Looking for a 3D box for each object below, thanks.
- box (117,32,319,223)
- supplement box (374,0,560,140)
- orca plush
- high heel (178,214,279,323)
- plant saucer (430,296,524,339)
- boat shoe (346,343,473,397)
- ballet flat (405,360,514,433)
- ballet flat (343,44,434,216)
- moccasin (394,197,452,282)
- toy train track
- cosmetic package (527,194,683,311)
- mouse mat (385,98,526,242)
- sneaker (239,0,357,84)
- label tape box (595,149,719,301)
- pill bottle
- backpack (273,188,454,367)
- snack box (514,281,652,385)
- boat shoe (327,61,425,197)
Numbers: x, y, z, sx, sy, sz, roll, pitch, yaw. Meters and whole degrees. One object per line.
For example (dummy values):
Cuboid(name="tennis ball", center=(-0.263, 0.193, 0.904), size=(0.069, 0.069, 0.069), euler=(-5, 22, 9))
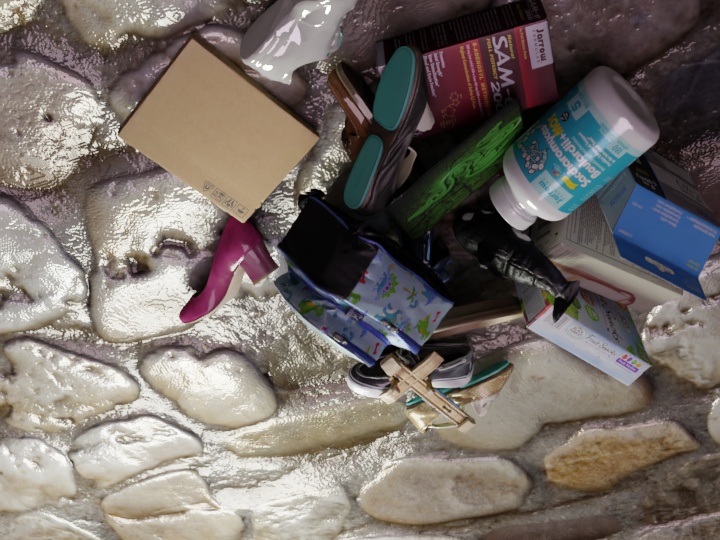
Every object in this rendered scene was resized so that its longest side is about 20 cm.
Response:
Cuboid(name="box", center=(-0.173, -0.169, 1.089), size=(0.199, 0.021, 0.163), euler=(35, 116, -26))
Cuboid(name="supplement box", center=(0.124, -0.231, 1.027), size=(0.196, 0.062, 0.110), euler=(-15, 130, 9))
Cuboid(name="orca plush", center=(0.180, -0.006, 1.130), size=(0.070, 0.201, 0.106), euler=(-27, 154, -30))
Cuboid(name="high heel", center=(-0.203, -0.001, 1.232), size=(0.198, 0.067, 0.097), euler=(-32, 96, 28))
Cuboid(name="plant saucer", center=(0.143, 0.069, 1.238), size=(0.196, 0.030, 0.200), euler=(-12, 172, -2))
Cuboid(name="boat shoe", center=(0.076, 0.143, 1.339), size=(0.195, 0.073, 0.069), euler=(-3, 131, -1))
Cuboid(name="ballet flat", center=(0.164, 0.205, 1.393), size=(0.198, 0.070, 0.066), euler=(-26, 88, 28))
Cuboid(name="ballet flat", center=(0.040, -0.156, 1.003), size=(0.067, 0.068, 0.203), euler=(3, 121, -37))
Cuboid(name="moccasin", center=(0.090, -0.016, 1.197), size=(0.067, 0.081, 0.203), euler=(-7, 131, 7))
Cuboid(name="toy train track", center=(0.105, 0.192, 1.316), size=(0.114, 0.033, 0.199), euler=(-40, 120, 19))
Cuboid(name="cosmetic package", center=(0.325, -0.032, 1.165), size=(0.197, 0.105, 0.087), euler=(22, 155, -17))
Cuboid(name="mouse mat", center=(0.122, -0.115, 1.067), size=(0.199, 0.008, 0.161), euler=(-41, 160, 4))
Cuboid(name="sneaker", center=(-0.041, -0.283, 0.982), size=(0.198, 0.076, 0.088), euler=(-32, 137, 30))
Cuboid(name="label tape box", center=(0.361, -0.074, 1.076), size=(0.142, 0.202, 0.064), euler=(23, 125, -21))
Cuboid(name="pill bottle", center=(0.246, -0.136, 1.049), size=(0.110, 0.112, 0.200), euler=(30, 125, -25))
Cuboid(name="backpack", center=(0.001, 0.025, 1.085), size=(0.199, 0.183, 0.148), euler=(32, 93, -35))
Cuboid(name="snack box", center=(0.303, 0.057, 1.225), size=(0.198, 0.144, 0.053), euler=(30, 123, -24))
Cuboid(name="boat shoe", center=(0.008, -0.160, 1.077), size=(0.067, 0.073, 0.201), euler=(-26, 127, 18))
